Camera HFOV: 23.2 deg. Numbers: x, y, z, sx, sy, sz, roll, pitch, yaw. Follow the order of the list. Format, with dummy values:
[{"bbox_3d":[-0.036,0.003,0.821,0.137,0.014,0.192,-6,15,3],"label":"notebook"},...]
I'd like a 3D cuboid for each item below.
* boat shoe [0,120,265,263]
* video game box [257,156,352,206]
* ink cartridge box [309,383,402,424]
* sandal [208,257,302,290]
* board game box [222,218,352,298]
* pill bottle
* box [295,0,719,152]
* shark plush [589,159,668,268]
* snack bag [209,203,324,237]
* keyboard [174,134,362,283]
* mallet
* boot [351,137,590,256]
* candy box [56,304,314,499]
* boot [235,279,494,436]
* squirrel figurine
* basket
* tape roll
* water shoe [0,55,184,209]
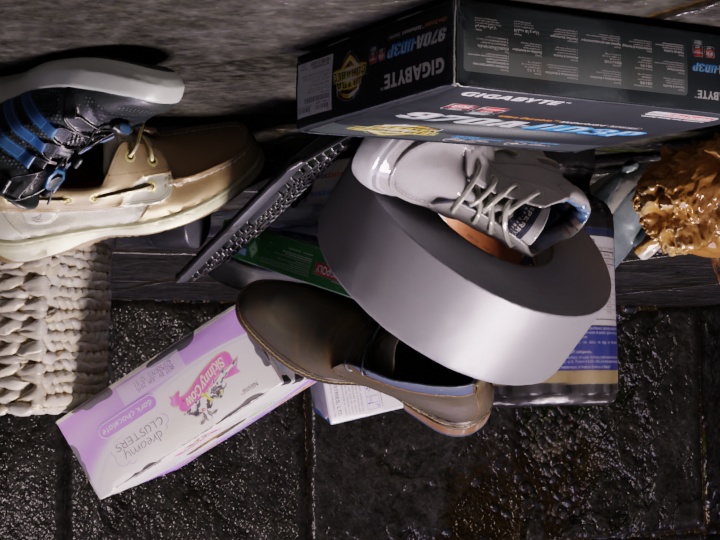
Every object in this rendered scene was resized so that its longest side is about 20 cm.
[{"bbox_3d":[-0.162,-0.065,1.181,0.199,0.067,0.074,-20,-140,-11],"label":"boat shoe"},{"bbox_3d":[0.046,-0.064,1.467,0.199,0.047,0.182,3,172,-44],"label":"video game box"},{"bbox_3d":[0.049,0.044,1.535,0.199,0.137,0.076,-12,-169,-11],"label":"ink cartridge box"},{"bbox_3d":[-0.037,0.021,1.418,0.199,0.043,0.076,11,-170,-33],"label":"sandal"},{"bbox_3d":[0.000,0.000,1.311,0.134,0.029,0.200,12,-176,-35],"label":"board game box"},{"bbox_3d":[0.140,0.004,1.346,0.111,0.201,0.112,-1,175,0],"label":"pill bottle"},{"bbox_3d":[0.087,-0.101,0.958,0.199,0.046,0.159,2,175,-32],"label":"box"},{"bbox_3d":[0.231,-0.038,1.422,0.199,0.084,0.091,-22,150,3],"label":"shark plush"},{"bbox_3d":[-0.051,-0.032,1.454,0.188,0.022,0.200,-2,174,34],"label":"snack bag"},{"bbox_3d":[-0.051,-0.056,1.225,0.127,0.021,0.200,-41,-179,-38],"label":"keyboard"},{"bbox_3d":[-0.098,-0.056,1.290,0.066,0.041,0.200,8,-161,31],"label":"mallet"},{"bbox_3d":[0.081,-0.057,1.129,0.096,0.074,0.200,44,-155,23],"label":"boot"},{"bbox_3d":[-0.124,0.097,1.379,0.167,0.072,0.200,-32,174,8],"label":"candy box"},{"bbox_3d":[0.006,0.045,1.223,0.199,0.075,0.097,23,162,5],"label":"boot"},{"bbox_3d":[0.279,-0.055,1.285,0.186,0.142,0.200,9,170,44],"label":"squirrel figurine"},{"bbox_3d":[-0.302,0.027,1.339,0.197,0.162,0.200,1,178,6],"label":"basket"},{"bbox_3d":[0.071,-0.013,1.203,0.200,0.201,0.066,3,130,-45],"label":"tape roll"},{"bbox_3d":[-0.179,-0.075,1.020,0.199,0.079,0.071,-4,175,38],"label":"water shoe"}]
